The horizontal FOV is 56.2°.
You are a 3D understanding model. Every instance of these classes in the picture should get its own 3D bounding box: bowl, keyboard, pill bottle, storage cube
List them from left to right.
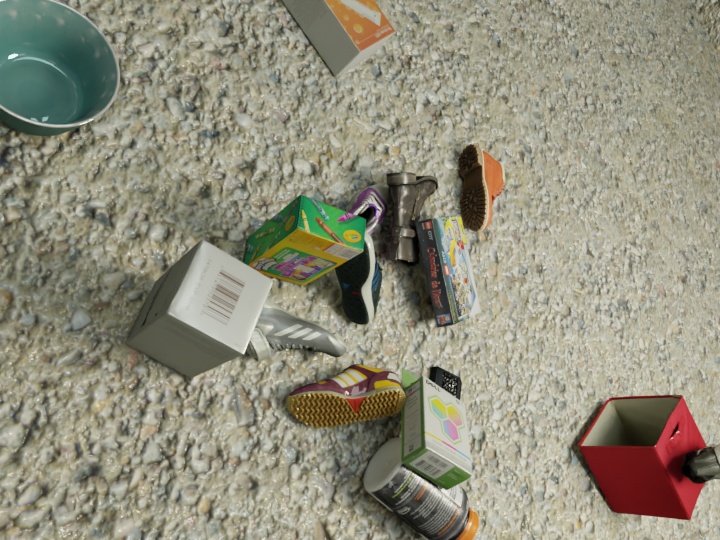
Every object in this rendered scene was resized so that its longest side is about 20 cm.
[{"bbox_3d":[-0.458,-0.274,0.966,0.199,0.105,0.203,12,66,-30],"label":"bowl"},{"bbox_3d":[0.108,0.378,1.124,0.200,0.106,0.107,43,55,-14],"label":"pill bottle"},{"bbox_3d":[0.146,0.275,1.229,0.103,0.040,0.202,25,60,-26],"label":"keyboard"},{"bbox_3d":[0.597,0.385,1.409,0.171,0.199,0.181,-38,103,-38],"label":"storage cube"}]

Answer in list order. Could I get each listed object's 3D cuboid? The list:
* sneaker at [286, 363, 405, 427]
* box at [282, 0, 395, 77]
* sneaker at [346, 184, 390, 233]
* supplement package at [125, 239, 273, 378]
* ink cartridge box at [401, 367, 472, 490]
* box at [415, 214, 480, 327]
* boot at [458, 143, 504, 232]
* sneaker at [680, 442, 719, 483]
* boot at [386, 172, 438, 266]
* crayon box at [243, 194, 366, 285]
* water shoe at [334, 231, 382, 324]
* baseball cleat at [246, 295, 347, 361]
[{"bbox_3d":[-0.028,0.202,1.123,0.197,0.076,0.090,1,28,-16],"label":"sneaker"},{"bbox_3d":[-0.047,-0.512,1.341,0.124,0.097,0.201,-42,99,-37],"label":"box"},{"bbox_3d":[0.017,-0.104,1.230,0.073,0.114,0.201,46,53,-10],"label":"sneaker"},{"bbox_3d":[-0.229,0.061,0.944,0.117,0.199,0.118,31,58,-22],"label":"supplement package"},{"bbox_3d":[0.123,0.247,1.123,0.103,0.059,0.201,36,32,-22],"label":"ink cartridge box"},{"bbox_3d":[0.171,-0.003,1.299,0.136,0.037,0.203,-12,91,-57],"label":"box"},{"bbox_3d":[0.274,-0.168,1.459,0.106,0.075,0.202,19,62,-33],"label":"boot"},{"bbox_3d":[0.665,0.374,1.302,0.200,0.090,0.067,32,41,-60],"label":"sneaker"},{"bbox_3d":[0.097,-0.097,1.311,0.199,0.069,0.177,-6,95,-61],"label":"boot"},{"bbox_3d":[-0.093,-0.041,1.075,0.118,0.199,0.059,18,64,-28],"label":"crayon box"},{"bbox_3d":[0.000,0.000,1.160,0.071,0.202,0.079,15,43,16],"label":"water shoe"},{"bbox_3d":[-0.120,0.114,1.094,0.199,0.070,0.107,29,65,-12],"label":"baseball cleat"}]
